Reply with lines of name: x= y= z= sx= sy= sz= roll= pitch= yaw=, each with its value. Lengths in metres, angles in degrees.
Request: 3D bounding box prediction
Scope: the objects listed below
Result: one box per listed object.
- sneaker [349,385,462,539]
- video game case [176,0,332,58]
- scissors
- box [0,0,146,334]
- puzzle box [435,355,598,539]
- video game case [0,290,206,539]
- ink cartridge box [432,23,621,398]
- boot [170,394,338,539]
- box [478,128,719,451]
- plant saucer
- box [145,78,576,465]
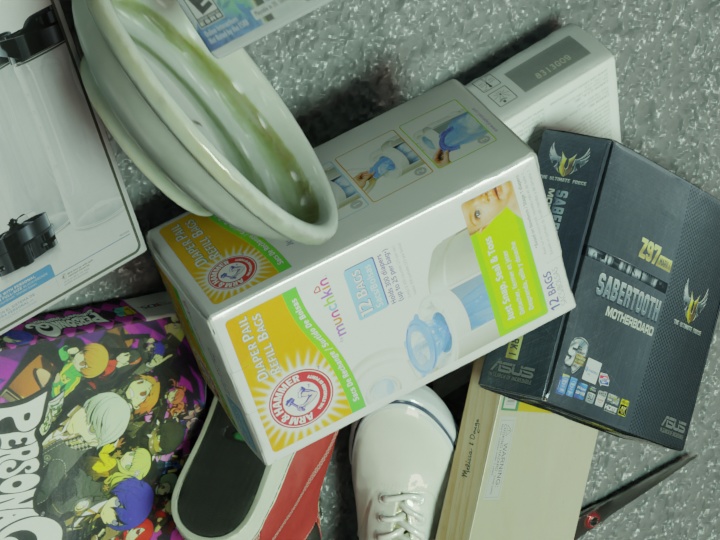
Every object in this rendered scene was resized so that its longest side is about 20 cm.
sneaker: x=0.030 y=0.158 z=1.608 sx=0.073 sy=0.071 sz=0.200 roll=-2 pitch=126 yaw=8
video game case: x=-0.050 y=-0.216 z=1.303 sx=0.183 sy=0.200 sz=0.022 roll=57 pitch=41 yaw=-12
scissors: x=0.141 y=0.174 z=1.755 sx=0.200 sy=0.014 sz=0.073 roll=-15 pitch=116 yaw=-30
box: x=-0.199 y=-0.074 z=1.376 sx=0.117 sy=0.060 sz=0.200 roll=-30 pitch=124 yaw=-21
puzzle box: x=0.103 y=0.102 z=1.625 sx=0.133 sy=0.025 sz=0.200 roll=8 pitch=96 yaw=-56
video game case: x=-0.172 y=0.120 z=1.498 sx=0.181 sy=0.036 sz=0.200 roll=-11 pitch=116 yaw=-32
ink cartridge box: x=0.086 y=-0.033 z=1.614 sx=0.160 sy=0.047 sz=0.200 roll=-32 pitch=142 yaw=-19
boot: x=-0.035 y=0.095 z=1.572 sx=0.200 sy=0.072 sz=0.144 roll=-63 pitch=156 yaw=-16
box: x=0.155 y=0.015 z=1.597 sx=0.200 sy=0.051 sz=0.158 roll=24 pitch=79 yaw=-57
plant saucer: x=-0.092 y=-0.084 z=1.366 sx=0.050 sy=0.200 sz=0.200 roll=-37 pitch=131 yaw=14
box: x=0.000 y=0.000 z=1.456 sx=0.200 sy=0.101 sz=0.113 roll=-26 pitch=127 yaw=-11
